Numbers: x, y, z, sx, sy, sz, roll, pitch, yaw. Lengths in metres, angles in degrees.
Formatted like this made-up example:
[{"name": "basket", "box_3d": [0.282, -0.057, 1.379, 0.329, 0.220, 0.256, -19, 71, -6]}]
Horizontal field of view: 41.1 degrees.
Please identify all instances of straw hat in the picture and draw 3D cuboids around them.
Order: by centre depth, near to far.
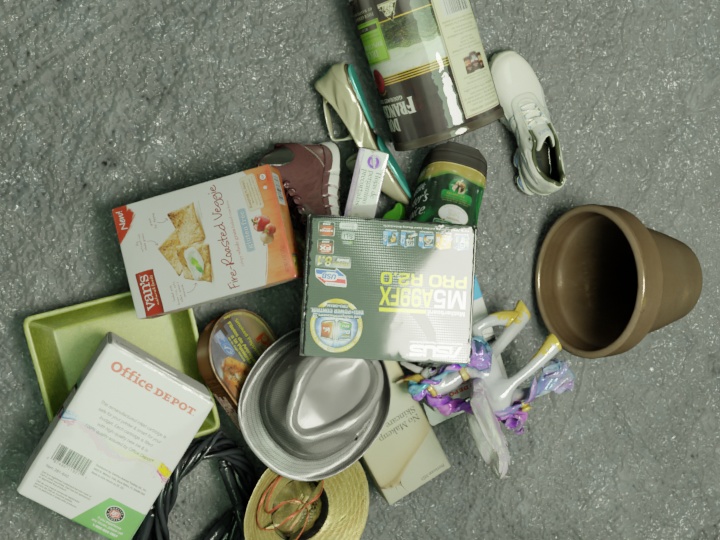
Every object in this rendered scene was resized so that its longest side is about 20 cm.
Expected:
[{"name": "straw hat", "box_3d": [-0.089, 0.304, 1.247, 0.200, 0.085, 0.203, -8, 102, -39]}]

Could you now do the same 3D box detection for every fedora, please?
[{"name": "fedora", "box_3d": [-0.044, 0.153, 1.151, 0.200, 0.090, 0.177, -38, 91, -19]}]

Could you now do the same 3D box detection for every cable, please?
[{"name": "cable", "box_3d": [-0.197, 0.297, 1.212, 0.162, 0.051, 0.202, 14, 99, -41]}]

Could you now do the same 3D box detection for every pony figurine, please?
[{"name": "pony figurine", "box_3d": [0.168, 0.154, 1.213, 0.199, 0.167, 0.194, -31, 72, -7]}]

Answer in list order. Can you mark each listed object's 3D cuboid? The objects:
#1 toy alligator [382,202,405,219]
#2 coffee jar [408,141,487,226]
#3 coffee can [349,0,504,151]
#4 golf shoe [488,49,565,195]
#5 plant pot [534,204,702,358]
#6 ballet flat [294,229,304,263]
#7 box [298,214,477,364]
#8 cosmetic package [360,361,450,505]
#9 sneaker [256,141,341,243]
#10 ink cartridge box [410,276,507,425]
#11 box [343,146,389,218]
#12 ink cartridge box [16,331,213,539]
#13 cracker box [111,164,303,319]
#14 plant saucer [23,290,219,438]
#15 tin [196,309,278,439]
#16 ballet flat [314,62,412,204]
[{"name": "toy alligator", "box_3d": [0.000, 0.000, 1.257, 0.054, 0.059, 0.202, 24, 95, 26]}, {"name": "coffee jar", "box_3d": [0.104, -0.057, 1.216, 0.084, 0.104, 0.202, 15, 67, -6]}, {"name": "coffee can", "box_3d": [0.081, -0.267, 1.192, 0.145, 0.146, 0.202, -21, 102, -11]}, {"name": "golf shoe", "box_3d": [0.229, -0.197, 1.267, 0.078, 0.097, 0.202, -24, 101, -9]}, {"name": "plant pot", "box_3d": [0.364, 0.016, 1.297, 0.173, 0.200, 0.203, 1, 97, -32]}, {"name": "ballet flat", "box_3d": [-0.115, -0.055, 1.215, 0.198, 0.068, 0.073, 21, 72, -17]}, {"name": "box", "box_3d": [0.031, 0.022, 1.105, 0.198, 0.044, 0.162, 4, 89, -5]}, {"name": "cosmetic package", "box_3d": [0.027, 0.194, 1.276, 0.103, 0.073, 0.201, -31, 103, -9]}, {"name": "sneaker", "box_3d": [-0.084, -0.075, 1.180, 0.114, 0.076, 0.202, 7, 57, -13]}, {"name": "ink cartridge box", "box_3d": [0.122, 0.108, 1.292, 0.115, 0.068, 0.202, -22, 103, -11]}, {"name": "box", "box_3d": [-0.005, -0.052, 1.195, 0.038, 0.041, 0.202, 13, 97, -1]}, {"name": "ink cartridge box", "box_3d": [-0.287, 0.196, 1.135, 0.144, 0.084, 0.201, 32, 89, -17]}, {"name": "cracker box", "box_3d": [-0.178, -0.032, 1.126, 0.198, 0.058, 0.135, -15, 87, 8]}, {"name": "plant saucer", "box_3d": [-0.293, 0.127, 1.194, 0.198, 0.048, 0.202, -14, 100, -13]}, {"name": "tin", "box_3d": [-0.131, 0.143, 1.217, 0.112, 0.042, 0.201, -45, 110, -40]}, {"name": "ballet flat", "box_3d": [0.000, -0.166, 1.232, 0.069, 0.069, 0.201, -28, 101, -10]}]
